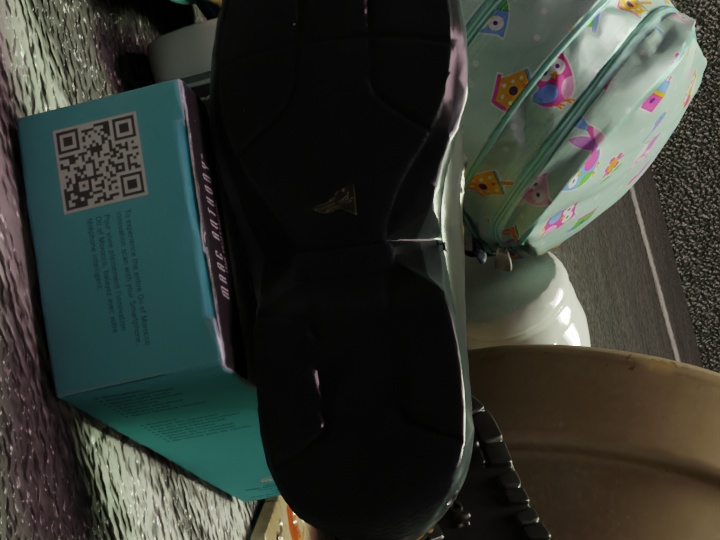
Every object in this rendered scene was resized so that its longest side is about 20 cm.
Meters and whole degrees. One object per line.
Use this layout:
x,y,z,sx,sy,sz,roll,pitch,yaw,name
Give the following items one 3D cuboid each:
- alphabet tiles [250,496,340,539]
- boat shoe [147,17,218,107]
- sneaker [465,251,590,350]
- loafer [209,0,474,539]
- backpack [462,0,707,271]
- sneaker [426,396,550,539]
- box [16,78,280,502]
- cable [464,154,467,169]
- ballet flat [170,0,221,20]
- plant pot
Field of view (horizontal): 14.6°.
-0.005,0.167,1.003,0.167,0.007,0.201,-69,146,-71,alphabet tiles
-0.027,-0.043,0.975,0.200,0.069,0.067,62,16,-82,boat shoe
0.066,0.018,1.288,0.089,0.075,0.200,59,5,-23,sneaker
-0.003,-0.019,0.787,0.072,0.072,0.201,75,15,-73,loafer
0.067,-0.081,1.139,0.167,0.126,0.200,-58,171,0,backpack
0.043,0.139,1.011,0.201,0.075,0.088,-107,-165,-44,sneaker
-0.043,0.013,0.840,0.200,0.049,0.083,46,33,-72,box
0.000,0.000,1.001,0.050,0.097,0.200,43,-6,13,cable
-0.046,-0.120,0.924,0.069,0.063,0.200,53,4,9,ballet flat
0.096,0.146,1.160,0.200,0.199,0.176,60,39,-60,plant pot
